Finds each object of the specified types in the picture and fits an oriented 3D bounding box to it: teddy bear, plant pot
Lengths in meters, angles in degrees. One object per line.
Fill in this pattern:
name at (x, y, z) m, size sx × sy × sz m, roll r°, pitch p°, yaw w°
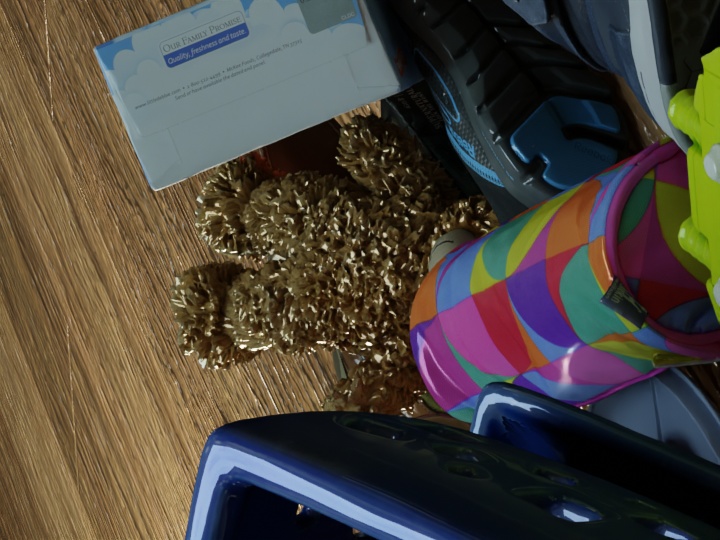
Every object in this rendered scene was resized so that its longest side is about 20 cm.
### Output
teddy bear at (0.000, 0.000, 1.243) m, size 0.200 × 0.145 × 0.067 m, roll 26°, pitch 170°, yaw 35°
plant pot at (0.062, 0.155, 0.928) m, size 0.200 × 0.180 × 0.201 m, roll 21°, pitch 111°, yaw 32°

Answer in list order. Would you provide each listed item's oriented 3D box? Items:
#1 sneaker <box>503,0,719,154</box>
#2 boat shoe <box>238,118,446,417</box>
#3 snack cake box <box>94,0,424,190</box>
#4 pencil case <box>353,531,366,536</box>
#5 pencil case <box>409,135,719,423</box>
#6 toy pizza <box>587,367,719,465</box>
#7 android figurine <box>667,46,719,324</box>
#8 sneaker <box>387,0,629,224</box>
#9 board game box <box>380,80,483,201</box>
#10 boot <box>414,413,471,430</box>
sneaker at (0.088, -0.152, 0.975) m, size 0.146 × 0.077 × 0.203 m, roll -131°, pitch 29°, yaw -53°
boat shoe at (0.003, -0.008, 1.334) m, size 0.200 × 0.072 × 0.068 m, roll 61°, pitch 156°, yaw 17°
snack cake box at (-0.033, -0.095, 1.238) m, size 0.200 × 0.115 × 0.067 m, roll -46°, pitch -67°, yaw -80°
pencil case at (0.035, 0.135, 1.077) m, size 0.078 × 0.199 × 0.090 m, roll -144°, pitch 37°, yaw -72°
pencil case at (0.089, 0.010, 1.069) m, size 0.200 × 0.088 × 0.089 m, roll -26°, pitch 79°, yaw 67°
toy pizza at (0.141, 0.128, 1.130) m, size 0.200 × 0.032 × 0.201 m, roll 167°, pitch 90°, yaw -75°
android figurine at (0.149, -0.002, 0.871) m, size 0.200 × 0.041 × 0.183 m, roll -135°, pitch 33°, yaw -59°
sneaker at (0.044, -0.097, 1.185) m, size 0.082 × 0.073 × 0.200 m, roll 106°, pitch 147°, yaw -61°
board game box at (0.048, 0.024, 1.368) m, size 0.135 × 0.028 × 0.200 m, roll -125°, pitch 26°, yaw -52°
boot at (0.061, 0.113, 1.239) m, size 0.200 × 0.077 × 0.155 m, roll 54°, pitch -167°, yaw -26°
